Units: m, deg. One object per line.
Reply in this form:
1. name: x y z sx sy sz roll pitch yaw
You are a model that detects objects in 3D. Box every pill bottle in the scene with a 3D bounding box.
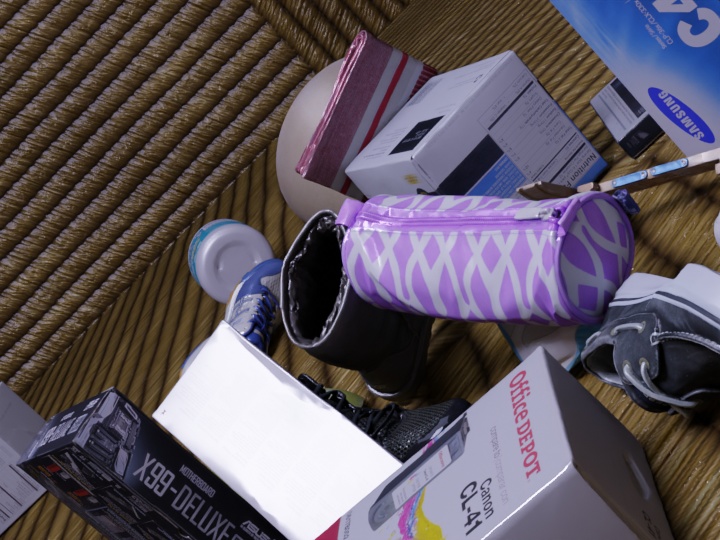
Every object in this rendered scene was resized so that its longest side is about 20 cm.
1. pill bottle: -0.186 -0.015 1.902 0.111 0.111 0.200 -46 12 -5

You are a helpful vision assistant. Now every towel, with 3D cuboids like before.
1. towel: 0.040 -0.127 1.285 0.023 0.199 0.146 34 100 48

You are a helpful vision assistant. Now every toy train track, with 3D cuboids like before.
1. toy train track: 0.187 -0.048 0.939 0.199 0.114 0.033 -17 73 45

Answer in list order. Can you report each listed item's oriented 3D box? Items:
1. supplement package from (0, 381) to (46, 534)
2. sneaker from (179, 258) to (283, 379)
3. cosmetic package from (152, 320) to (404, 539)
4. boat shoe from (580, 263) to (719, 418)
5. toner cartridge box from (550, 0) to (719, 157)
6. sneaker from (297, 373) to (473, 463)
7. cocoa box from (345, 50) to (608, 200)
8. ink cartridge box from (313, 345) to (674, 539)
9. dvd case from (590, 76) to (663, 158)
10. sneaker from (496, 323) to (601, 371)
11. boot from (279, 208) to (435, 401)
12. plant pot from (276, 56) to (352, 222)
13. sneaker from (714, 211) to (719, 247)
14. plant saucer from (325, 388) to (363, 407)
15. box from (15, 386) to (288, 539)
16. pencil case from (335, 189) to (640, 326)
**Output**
1. supplement package: -0.577 0.312 2.056 0.200 0.151 0.152 -43 14 10
2. sneaker: -0.124 0.073 1.558 0.088 0.075 0.201 -3 50 55
3. cosmetic package: -0.040 0.122 0.867 0.199 0.051 0.083 36 84 33
4. boat shoe: 0.170 0.045 0.703 0.071 0.072 0.200 -54 3 -5
5. toner cartridge box: 0.208 -0.175 0.925 0.095 0.200 0.043 -34 17 41
6. sneaker: -0.009 0.115 0.923 0.199 0.115 0.076 -30 9 43
7. cocoa box: 0.096 -0.089 1.175 0.133 0.131 0.200 -46 13 -11
8. ink cartridge box: 0.052 0.153 0.683 0.200 0.086 0.148 -44 13 14
9. dvd case: 0.283 -0.186 1.121 0.200 0.025 0.151 -44 13 14
10. sneaker: 0.114 0.013 0.921 0.076 0.081 0.200 -44 17 -1
11. boot: 0.002 -0.001 1.009 0.072 0.200 0.184 -8 66 24
12. plant pot: 0.031 -0.109 1.390 0.200 0.201 0.134 -47 42 -6
13. sneaker: 0.242 -0.092 0.789 0.078 0.099 0.201 -28 22 53
14. plant saucer: -0.083 0.161 1.135 0.199 0.031 0.200 -38 6 4
15. box: -0.142 0.176 0.968 0.050 0.200 0.157 -54 14 -27
16. pencil case: 0.077 -0.011 0.850 0.198 0.085 0.085 -1 60 46
